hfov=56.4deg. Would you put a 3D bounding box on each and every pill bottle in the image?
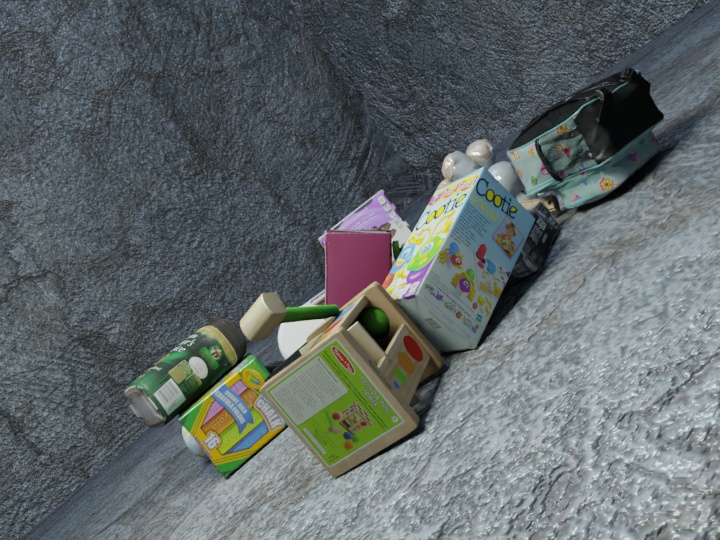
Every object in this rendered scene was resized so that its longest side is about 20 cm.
[{"bbox_3d":[-0.082,0.118,1.168,0.112,0.113,0.200,-37,-7,-2],"label":"pill bottle"}]

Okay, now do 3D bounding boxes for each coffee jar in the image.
[{"bbox_3d":[-0.282,0.163,1.107,0.104,0.086,0.200,-28,10,49],"label":"coffee jar"}]

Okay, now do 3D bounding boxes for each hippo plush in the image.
[{"bbox_3d":[0.241,-0.128,1.232,0.159,0.200,0.161,-43,29,0],"label":"hippo plush"}]

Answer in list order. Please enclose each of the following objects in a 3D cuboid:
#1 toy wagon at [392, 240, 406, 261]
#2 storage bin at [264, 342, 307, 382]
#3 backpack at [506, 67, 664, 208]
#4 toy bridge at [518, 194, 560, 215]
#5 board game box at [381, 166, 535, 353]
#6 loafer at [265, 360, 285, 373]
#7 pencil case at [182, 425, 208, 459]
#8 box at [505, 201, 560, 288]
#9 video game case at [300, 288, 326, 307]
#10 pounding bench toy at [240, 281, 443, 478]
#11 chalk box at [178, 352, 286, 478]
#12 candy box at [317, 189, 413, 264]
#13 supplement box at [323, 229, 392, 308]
[{"bbox_3d":[0.131,-0.036,1.128,0.153,0.040,0.200,-7,-12,5],"label":"toy wagon"},{"bbox_3d":[-0.042,0.146,0.952,0.135,0.094,0.200,-40,6,-22],"label":"storage bin"},{"bbox_3d":[0.323,-0.183,0.989,0.175,0.154,0.199,-38,14,-29],"label":"backpack"},{"bbox_3d":[0.219,-0.087,1.094,0.198,0.028,0.067,-13,-13,30],"label":"toy bridge"},{"bbox_3d":[0.117,-0.010,0.839,0.103,0.105,0.201,-20,34,58],"label":"board game box"},{"bbox_3d":[-0.148,0.202,1.323,0.072,0.073,0.200,-35,4,-28],"label":"loafer"},{"bbox_3d":[-0.239,0.268,1.252,0.199,0.091,0.083,-37,5,14],"label":"pencil case"},{"bbox_3d":[0.184,-0.007,0.983,0.199,0.050,0.158,-35,7,35],"label":"box"},{"bbox_3d":[-0.015,0.068,1.288,0.199,0.143,0.018,-35,43,26],"label":"video game case"},{"bbox_3d":[-0.025,0.085,0.747,0.124,0.200,0.156,-38,5,27],"label":"pounding bench toy"},{"bbox_3d":[-0.186,0.220,1.116,0.199,0.124,0.125,-39,6,-15],"label":"chalk box"},{"bbox_3d":[0.037,-0.035,1.390,0.167,0.201,0.072,-38,6,-3],"label":"candy box"},{"bbox_3d":[0.000,0.000,1.068,0.102,0.133,0.200,1,5,3],"label":"supplement box"}]
